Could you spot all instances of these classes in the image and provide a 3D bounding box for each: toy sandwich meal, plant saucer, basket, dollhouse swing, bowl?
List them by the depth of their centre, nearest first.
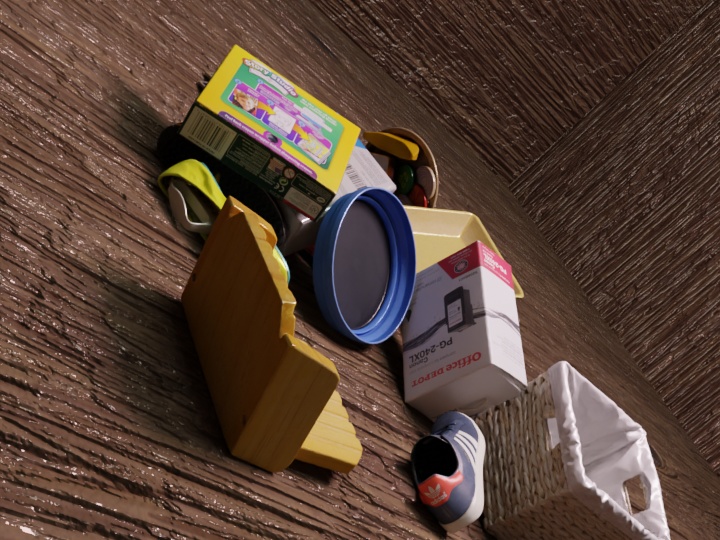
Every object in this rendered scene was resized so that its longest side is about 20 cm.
[{"bbox_3d":[-0.055,0.068,0.923,0.174,0.183,0.201,10,34,-33],"label":"dollhouse swing"},{"bbox_3d":[0.263,0.264,1.237,0.200,0.160,0.200,40,32,-28],"label":"basket"},{"bbox_3d":[0.007,-0.007,1.272,0.200,0.039,0.204,-6,97,-55],"label":"bowl"},{"bbox_3d":[0.136,-0.017,1.561,0.198,0.049,0.201,4,43,-32],"label":"plant saucer"},{"bbox_3d":[0.043,-0.151,1.659,0.070,0.206,0.206,-7,54,-47],"label":"toy sandwich meal"}]

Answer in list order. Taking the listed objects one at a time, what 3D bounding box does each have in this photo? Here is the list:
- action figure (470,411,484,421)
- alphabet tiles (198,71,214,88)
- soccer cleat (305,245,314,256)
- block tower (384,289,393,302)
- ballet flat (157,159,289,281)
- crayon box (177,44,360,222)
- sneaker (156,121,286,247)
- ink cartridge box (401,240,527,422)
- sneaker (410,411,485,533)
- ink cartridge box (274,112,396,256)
[{"bbox_3d":[0.194,0.202,1.397,0.128,0.070,0.200,11,-10,20],"label":"action figure"},{"bbox_3d":[-0.173,-0.283,1.565,0.165,0.008,0.200,1,25,-30],"label":"alphabet tiles"},{"bbox_3d":[-0.066,-0.049,1.376,0.201,0.068,0.073,53,37,12],"label":"soccer cleat"},{"bbox_3d":[0.000,0.000,1.427,0.054,0.058,0.201,27,27,-51],"label":"block tower"},{"bbox_3d":[-0.162,-0.045,1.102,0.067,0.067,0.201,-17,62,-50],"label":"ballet flat"},{"bbox_3d":[-0.108,-0.175,1.221,0.199,0.058,0.173,33,34,-11],"label":"crayon box"},{"bbox_3d":[-0.162,-0.113,1.227,0.200,0.070,0.090,44,19,-8],"label":"sneaker"},{"bbox_3d":[0.134,0.085,1.313,0.083,0.144,0.202,35,39,-37],"label":"ink cartridge box"},{"bbox_3d":[0.096,0.210,1.137,0.085,0.075,0.200,47,15,-17],"label":"sneaker"},{"bbox_3d":[-0.071,-0.119,1.321,0.199,0.084,0.147,-23,71,-45],"label":"ink cartridge box"}]
